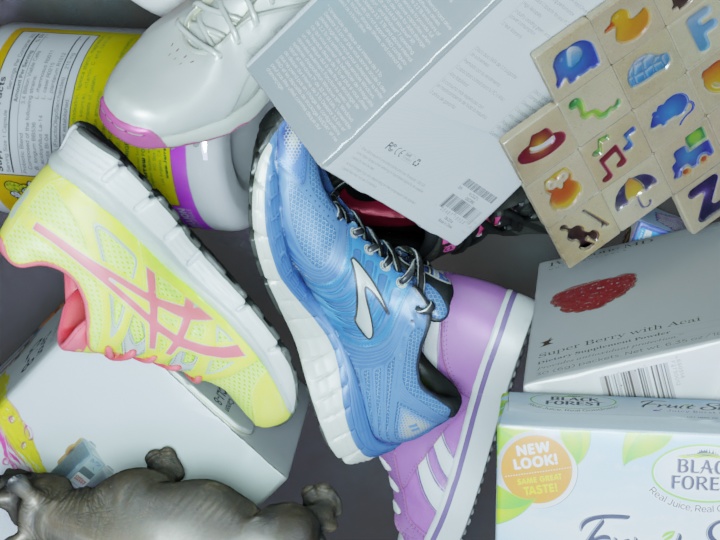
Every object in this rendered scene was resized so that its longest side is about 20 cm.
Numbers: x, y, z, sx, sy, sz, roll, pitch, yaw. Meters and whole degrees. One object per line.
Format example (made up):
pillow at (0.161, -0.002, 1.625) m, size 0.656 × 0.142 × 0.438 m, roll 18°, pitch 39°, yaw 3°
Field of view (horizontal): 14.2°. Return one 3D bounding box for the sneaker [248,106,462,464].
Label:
sneaker at (0.000, 0.000, 1.492) m, size 0.089 × 0.079 × 0.201 m, roll -17°, pitch 115°, yaw 10°

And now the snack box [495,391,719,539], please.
snack box at (0.164, 0.135, 1.371) m, size 0.198 × 0.053 × 0.143 m, roll 2°, pitch 107°, yaw 6°

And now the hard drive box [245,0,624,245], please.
hard drive box at (0.067, -0.122, 1.429) m, size 0.200 × 0.156 × 0.077 m, roll -43°, pitch 61°, yaw 11°

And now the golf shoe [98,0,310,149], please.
golf shoe at (-0.052, -0.136, 1.440) m, size 0.075 × 0.200 × 0.092 m, roll 38°, pitch 148°, yaw 25°

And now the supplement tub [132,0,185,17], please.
supplement tub at (-0.070, -0.241, 1.481) m, size 0.140 × 0.140 × 0.200 m, roll 41°, pitch 106°, yaw -8°

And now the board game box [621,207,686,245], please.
board game box at (0.212, 0.089, 1.613) m, size 0.198 × 0.041 × 0.201 m, roll 19°, pitch 108°, yaw -1°

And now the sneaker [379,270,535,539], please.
sneaker at (0.023, 0.079, 1.599) m, size 0.114 × 0.073 × 0.201 m, roll 16°, pitch 123°, yaw 4°

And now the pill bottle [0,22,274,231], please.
pill bottle at (-0.145, -0.079, 1.543) m, size 0.199 × 0.104 × 0.105 m, roll 5°, pitch 109°, yaw 22°

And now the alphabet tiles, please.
alphabet tiles at (0.168, -0.090, 1.450) m, size 0.199 × 0.008 × 0.167 m, roll -35°, pitch 134°, yaw -3°

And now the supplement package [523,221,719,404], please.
supplement package at (0.157, 0.066, 1.483) m, size 0.120 × 0.200 × 0.121 m, roll -13°, pitch 105°, yaw 9°

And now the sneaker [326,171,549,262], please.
sneaker at (0.059, -0.035, 1.558) m, size 0.198 × 0.084 × 0.077 m, roll -4°, pitch 127°, yaw 10°

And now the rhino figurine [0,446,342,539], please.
rhino figurine at (-0.111, 0.128, 1.474) m, size 0.199 × 0.088 × 0.060 m, roll 11°, pitch 108°, yaw 0°

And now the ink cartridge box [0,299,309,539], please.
ink cartridge box at (-0.147, 0.107, 1.593) m, size 0.145 × 0.145 × 0.200 m, roll 43°, pitch 105°, yaw -9°

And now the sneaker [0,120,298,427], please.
sneaker at (-0.110, 0.019, 1.468) m, size 0.090 × 0.078 × 0.200 m, roll -43°, pitch 116°, yaw -3°
